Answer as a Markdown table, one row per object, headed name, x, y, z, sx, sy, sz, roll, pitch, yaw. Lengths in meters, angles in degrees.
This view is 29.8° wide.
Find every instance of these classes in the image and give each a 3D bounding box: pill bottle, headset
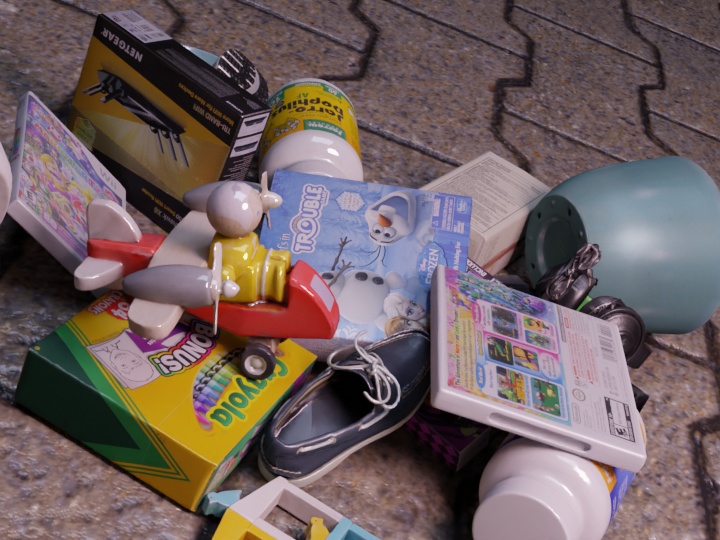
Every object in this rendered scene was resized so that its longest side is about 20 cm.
| name | x | y | z | sx | sy | sz | roll | pitch | yaw |
| --- | --- | --- | --- | --- | --- | --- | --- | --- | --- |
| pill bottle | 0.166 | 0.177 | 1.146 | 0.112 | 0.112 | 0.200 | 31 | 29 | 12 |
| headset | 0.228 | 0.030 | 1.319 | 0.123 | 0.094 | 0.200 | 44 | 10 | 30 |
| pill bottle | -0.055 | -0.118 | 1.462 | 0.112 | 0.113 | 0.200 | 16 | 31 | -13 |

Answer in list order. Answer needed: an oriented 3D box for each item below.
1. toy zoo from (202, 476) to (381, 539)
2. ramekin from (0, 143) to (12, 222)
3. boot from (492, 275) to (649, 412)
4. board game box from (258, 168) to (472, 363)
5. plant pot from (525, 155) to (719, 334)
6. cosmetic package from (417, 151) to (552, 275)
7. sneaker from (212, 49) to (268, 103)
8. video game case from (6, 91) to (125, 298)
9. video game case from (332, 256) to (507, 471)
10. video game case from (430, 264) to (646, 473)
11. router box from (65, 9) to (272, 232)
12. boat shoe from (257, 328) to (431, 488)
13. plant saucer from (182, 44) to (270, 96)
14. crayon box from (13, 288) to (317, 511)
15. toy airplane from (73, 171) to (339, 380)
| name | x | y | z | sx | sy | sz | roll | pitch | yaw |
| --- | --- | --- | --- | --- | --- | --- | --- | --- | --- |
| toy zoo | -0.035 | 0.226 | 1.010 | 0.199 | 0.021 | 0.131 | 30 | 30 | 10 |
| ramekin | -0.369 | -0.065 | 1.071 | 0.202 | 0.203 | 0.094 | -14 | 57 | -48 |
| boot | 0.173 | 0.088 | 1.354 | 0.164 | 0.066 | 0.200 | -10 | 49 | -43 |
| board game box | 0.000 | 0.000 | 1.270 | 0.198 | 0.043 | 0.201 | 7 | 49 | 1 |
| plant pot | 0.279 | -0.024 | 1.486 | 0.160 | 0.201 | 0.201 | -3 | 38 | -25 |
| cosmetic package | 0.127 | -0.053 | 1.517 | 0.103 | 0.088 | 0.200 | 33 | 31 | 18 |
| sneaker | -0.161 | -0.172 | 1.480 | 0.074 | 0.080 | 0.200 | 45 | 34 | -17 |
| video game case | -0.266 | -0.066 | 1.241 | 0.143 | 0.018 | 0.200 | 49 | 15 | -33 |
| video game case | 0.078 | 0.069 | 1.273 | 0.181 | 0.036 | 0.200 | -35 | 61 | -31 |
| video game case | 0.146 | 0.079 | 1.158 | 0.181 | 0.024 | 0.200 | 19 | 30 | -8 |
| router box | -0.198 | -0.142 | 1.350 | 0.200 | 0.158 | 0.052 | 36 | 31 | 21 |
| boat shoe | -0.005 | 0.102 | 1.125 | 0.200 | 0.062 | 0.075 | -30 | 63 | -29 |
| plant saucer | -0.199 | -0.210 | 1.595 | 0.199 | 0.027 | 0.200 | 18 | 30 | -11 |
| crayon box | -0.153 | 0.086 | 1.112 | 0.172 | 0.058 | 0.200 | 29 | 29 | 9 |
| toy airplane | -0.129 | -0.016 | 1.092 | 0.198 | 0.142 | 0.200 | -1 | 38 | -39 |
